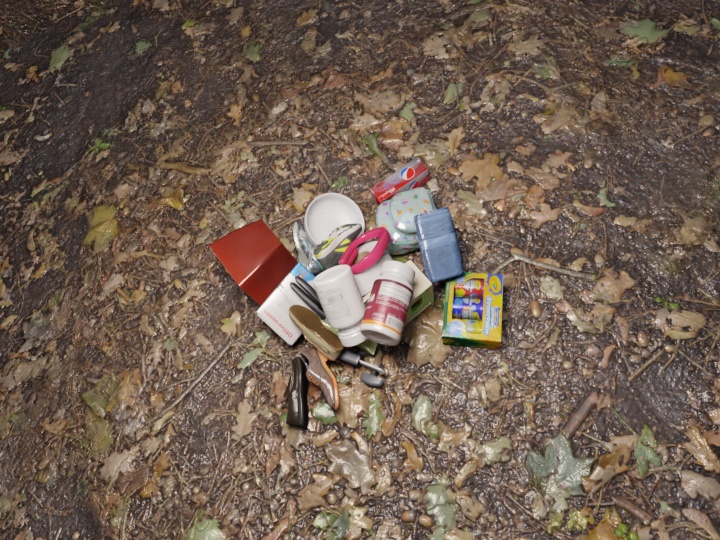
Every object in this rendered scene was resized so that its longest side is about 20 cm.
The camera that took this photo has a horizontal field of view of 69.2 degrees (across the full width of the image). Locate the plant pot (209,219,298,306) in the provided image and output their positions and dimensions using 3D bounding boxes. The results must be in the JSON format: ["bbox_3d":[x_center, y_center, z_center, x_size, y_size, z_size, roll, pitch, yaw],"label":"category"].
[{"bbox_3d":[-0.311,-0.031,1.612,0.176,0.200,0.200,-42,60,-5],"label":"plant pot"}]

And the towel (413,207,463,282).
[{"bbox_3d":[0.226,-0.073,1.504,0.109,0.049,0.205,-13,85,2],"label":"towel"}]

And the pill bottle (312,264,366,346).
[{"bbox_3d":[-0.046,0.098,1.429,0.112,0.115,0.204,-19,106,6],"label":"pill bottle"}]

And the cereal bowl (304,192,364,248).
[{"bbox_3d":[-0.090,-0.141,1.681,0.195,0.083,0.205,5,73,-18],"label":"cereal bowl"}]

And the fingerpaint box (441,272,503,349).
[{"bbox_3d":[0.322,0.111,1.494,0.163,0.074,0.204,4,65,14],"label":"fingerpaint box"}]

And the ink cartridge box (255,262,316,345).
[{"bbox_3d":[-0.201,0.101,1.572,0.146,0.084,0.201,43,76,-7],"label":"ink cartridge box"}]

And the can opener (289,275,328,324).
[{"bbox_3d":[-0.125,0.095,1.525,0.198,0.079,0.064,36,107,-4],"label":"can opener"}]

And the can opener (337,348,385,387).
[{"bbox_3d":[-0.020,0.274,1.499,0.196,0.054,0.068,17,70,21],"label":"can opener"}]

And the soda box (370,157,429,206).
[{"bbox_3d":[0.132,-0.285,1.735,0.198,0.064,0.070,-35,62,-6],"label":"soda box"}]

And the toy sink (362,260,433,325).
[{"bbox_3d":[0.109,0.094,1.517,0.199,0.131,0.112,-37,63,-9],"label":"toy sink"}]

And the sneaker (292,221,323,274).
[{"bbox_3d":[-0.170,-0.071,1.699,0.084,0.078,0.204,-13,69,-8],"label":"sneaker"}]

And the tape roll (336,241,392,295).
[{"bbox_3d":[0.000,0.000,1.555,0.200,0.071,0.203,-31,20,12],"label":"tape roll"}]

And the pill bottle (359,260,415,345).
[{"bbox_3d":[0.077,0.085,1.391,0.112,0.115,0.204,12,67,17],"label":"pill bottle"}]

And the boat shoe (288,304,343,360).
[{"bbox_3d":[-0.137,0.180,1.492,0.199,0.065,0.071,41,37,17],"label":"boat shoe"}]

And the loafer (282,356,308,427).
[{"bbox_3d":[-0.190,0.345,1.488,0.070,0.073,0.204,-8,62,8],"label":"loafer"}]

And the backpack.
[{"bbox_3d":[0.145,-0.151,1.620,0.196,0.154,0.179,-18,67,7],"label":"backpack"}]

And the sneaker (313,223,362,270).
[{"bbox_3d":[-0.063,-0.074,1.600,0.074,0.086,0.199,7,39,48],"label":"sneaker"}]

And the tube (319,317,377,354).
[{"bbox_3d":[-0.038,0.186,1.552,0.196,0.052,0.059,16,103,15],"label":"tube"}]

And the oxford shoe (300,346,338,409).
[{"bbox_3d":[-0.116,0.309,1.482,0.071,0.072,0.202,-10,51,-23],"label":"oxford shoe"}]

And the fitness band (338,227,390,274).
[{"bbox_3d":[0.015,-0.058,1.513,0.141,0.038,0.201,-19,26,31],"label":"fitness band"}]
